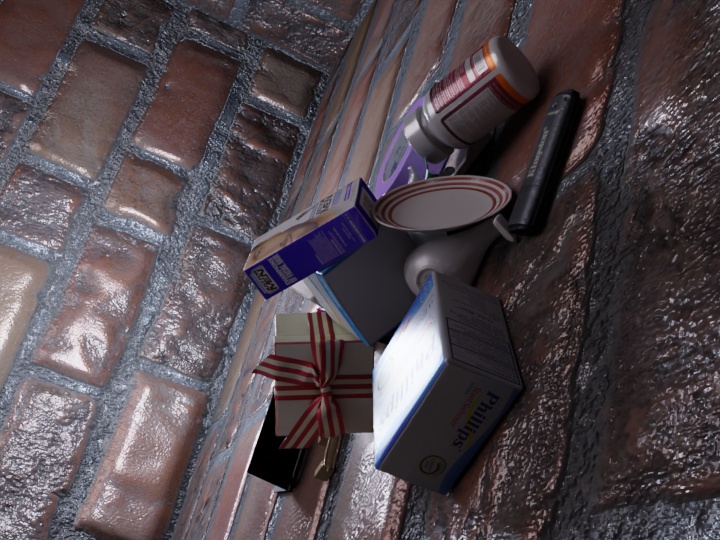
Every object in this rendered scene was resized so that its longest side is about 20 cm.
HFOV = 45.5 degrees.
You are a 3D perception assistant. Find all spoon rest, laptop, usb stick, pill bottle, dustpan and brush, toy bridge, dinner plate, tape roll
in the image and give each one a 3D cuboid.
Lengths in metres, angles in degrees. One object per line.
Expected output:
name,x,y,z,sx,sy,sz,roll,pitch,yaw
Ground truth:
spoon rest,0.142,-0.018,1.212,0.200,0.099,0.061,-37,9,39
laptop,-0.174,0.351,1.785,0.200,0.115,0.188,-37,32,65
usb stick,0.238,-0.139,1.110,0.055,0.032,0.201,164,127,-75
pill bottle,0.166,-0.256,1.314,0.200,0.109,0.110,-35,30,33
dustpan and brush,0.103,-0.062,1.331,0.057,0.201,0.140,-29,5,-14
toy bridge,-0.055,0.298,1.585,0.067,0.027,0.200,-59,15,28
dinner plate,0.115,-0.091,1.217,0.200,0.199,0.024,-98,-4,-66
tape roll,0.098,-0.206,1.537,0.201,0.065,0.200,-61,12,23

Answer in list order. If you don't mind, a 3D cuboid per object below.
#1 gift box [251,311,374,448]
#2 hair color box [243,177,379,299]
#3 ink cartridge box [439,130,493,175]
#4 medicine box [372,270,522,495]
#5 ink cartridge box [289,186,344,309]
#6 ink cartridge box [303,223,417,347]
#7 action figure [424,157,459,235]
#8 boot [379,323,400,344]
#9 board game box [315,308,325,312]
gift box,-0.076,0.178,1.425,0.187,0.199,0.186,-116,21,-74
hair color box,-0.070,-0.048,1.266,0.200,0.065,0.109,-30,22,19
ink cartridge box,0.159,-0.176,1.469,0.200,0.045,0.177,126,162,-48
medicine box,0.099,0.135,1.065,0.200,0.103,0.183,-89,25,-60
ink cartridge box,-0.030,-0.025,1.522,0.200,0.084,0.145,-57,-31,-2
ink cartridge box,0.000,0.000,1.350,0.147,0.145,0.200,-38,20,-11
action figure,0.122,-0.078,1.387,0.118,0.054,0.200,60,153,27
boot,0.068,0.070,1.361,0.200,0.074,0.097,161,128,-75
board game box,-0.040,-0.013,1.793,0.200,0.026,0.200,-73,6,-50
